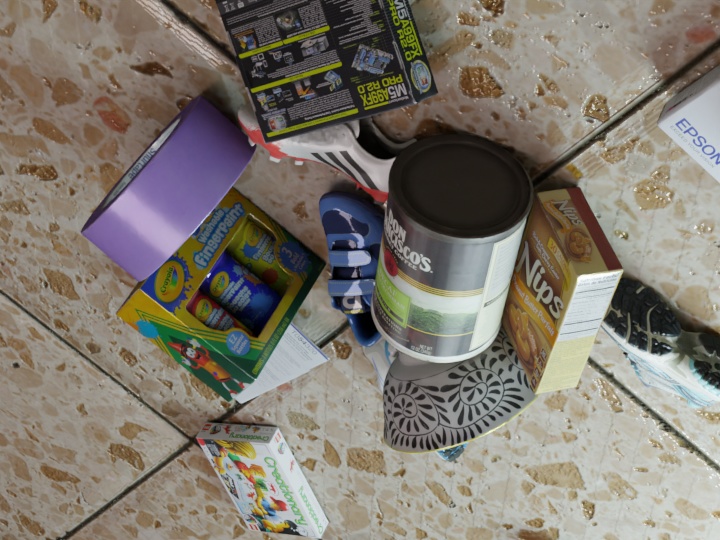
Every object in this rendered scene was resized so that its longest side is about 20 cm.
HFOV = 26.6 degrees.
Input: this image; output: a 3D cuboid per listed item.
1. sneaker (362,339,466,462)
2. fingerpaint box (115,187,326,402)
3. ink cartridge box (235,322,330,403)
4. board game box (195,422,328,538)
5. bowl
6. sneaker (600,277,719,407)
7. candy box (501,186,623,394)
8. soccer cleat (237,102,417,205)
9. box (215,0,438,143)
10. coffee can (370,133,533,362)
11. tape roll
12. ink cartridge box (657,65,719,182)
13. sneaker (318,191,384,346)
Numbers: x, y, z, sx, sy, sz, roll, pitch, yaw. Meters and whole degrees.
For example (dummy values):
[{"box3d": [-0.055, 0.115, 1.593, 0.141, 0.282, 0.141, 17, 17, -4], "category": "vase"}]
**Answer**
[{"box3d": [0.067, 0.148, 1.855, 0.087, 0.075, 0.200, 0, 126, 45], "category": "sneaker"}, {"box3d": [-0.156, 0.019, 1.745, 0.167, 0.200, 0.073, 39, 139, -10], "category": "fingerpaint box"}, {"box3d": [-0.156, 0.066, 1.919, 0.196, 0.043, 0.200, 46, 136, -16], "category": "ink cartridge box"}, {"box3d": [-0.137, 0.297, 2.152, 0.126, 0.035, 0.200, 0, 131, 31], "category": "board game box"}, {"box3d": [0.100, 0.110, 1.697, 0.201, 0.201, 0.094, -10, 111, 38], "category": "bowl"}, {"box3d": [0.309, 0.087, 1.627, 0.200, 0.078, 0.086, 35, 144, -5], "category": "sneaker"}, {"box3d": [0.205, 0.023, 1.590, 0.055, 0.116, 0.200, -10, 142, -16], "category": "candy box"}, {"box3d": [-0.032, -0.143, 1.612, 0.200, 0.069, 0.085, 26, 130, 3], "category": "soccer cleat"}, {"box3d": [-0.036, -0.223, 1.499, 0.200, 0.044, 0.160, -11, 103, 39], "category": "box"}, {"box3d": [0.092, -0.021, 1.592, 0.146, 0.146, 0.200, 21, 140, 12], "category": "coffee can"}, {"box3d": [-0.210, -0.090, 1.665, 0.085, 0.200, 0.200, 40, 140, -13], "category": "tape roll"}, {"box3d": [0.404, -0.123, 1.364, 0.196, 0.043, 0.200, 41, 141, -11], "category": "ink cartridge box"}, {"box3d": [0.000, 0.000, 1.722, 0.074, 0.082, 0.200, 1, 130, 33], "category": "sneaker"}]
